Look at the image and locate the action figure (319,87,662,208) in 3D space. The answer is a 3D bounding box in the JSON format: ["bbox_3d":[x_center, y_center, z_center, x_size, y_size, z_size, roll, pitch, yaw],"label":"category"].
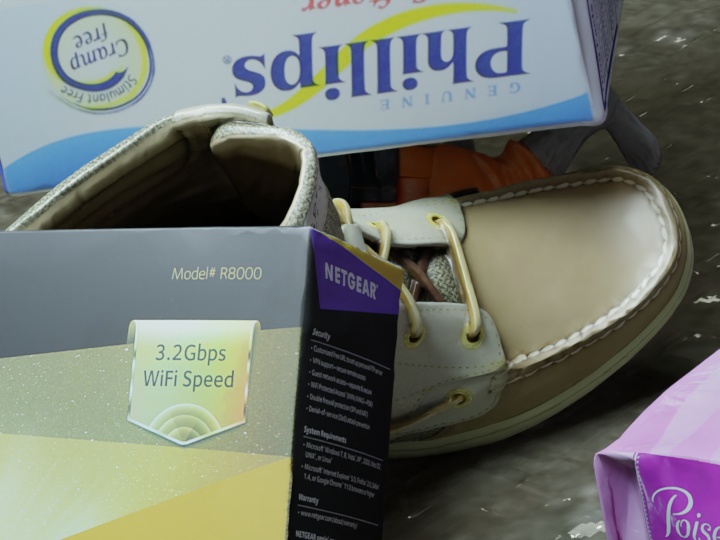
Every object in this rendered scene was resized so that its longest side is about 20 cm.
[{"bbox_3d":[-0.027,-0.036,0.924,0.193,0.105,0.200,-16,24,-33],"label":"action figure"}]

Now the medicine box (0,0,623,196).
[{"bbox_3d":[-0.013,-0.111,0.854,0.181,0.104,0.200,-7,20,11],"label":"medicine box"}]

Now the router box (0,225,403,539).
[{"bbox_3d":[-0.093,0.072,0.644,0.199,0.158,0.052,-1,-12,27],"label":"router box"}]

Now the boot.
[{"bbox_3d":[0.000,0.000,0.755,0.199,0.155,0.072,-19,67,-2],"label":"boot"}]

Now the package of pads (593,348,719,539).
[{"bbox_3d":[0.164,0.035,0.687,0.120,0.076,0.200,6,30,41],"label":"package of pads"}]
